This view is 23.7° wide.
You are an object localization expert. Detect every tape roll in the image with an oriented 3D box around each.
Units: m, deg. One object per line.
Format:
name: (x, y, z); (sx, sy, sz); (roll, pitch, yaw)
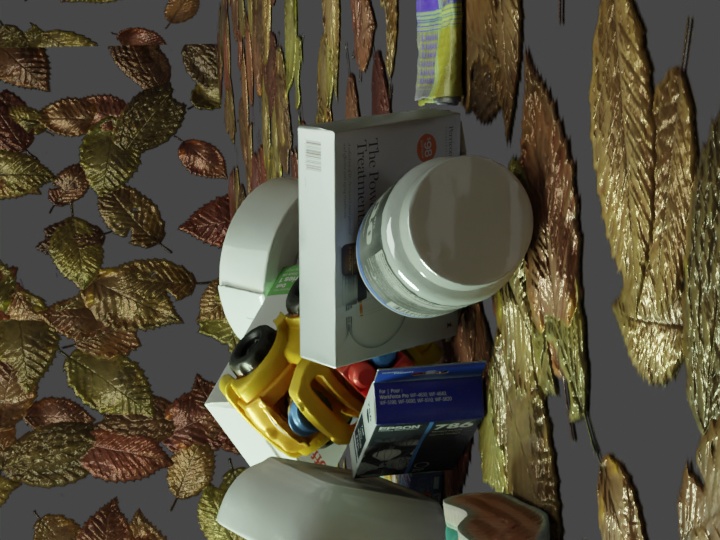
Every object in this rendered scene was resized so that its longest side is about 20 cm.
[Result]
tape roll: (-0.071, -0.002, 1.948); (0.070, 0.202, 0.205); (11, 108, 35)

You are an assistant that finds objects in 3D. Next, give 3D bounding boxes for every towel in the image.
towel: (0.068, -0.246, 1.543); (0.144, 0.023, 0.202); (-136, 44, -78)

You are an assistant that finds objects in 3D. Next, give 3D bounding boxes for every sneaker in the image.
sneaker: (0.105, 0.221, 1.298); (0.200, 0.071, 0.081); (-155, 58, -86)

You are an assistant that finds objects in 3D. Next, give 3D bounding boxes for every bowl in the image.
bowl: (-0.014, 0.229, 1.594); (0.199, 0.198, 0.075); (14, 90, 59)

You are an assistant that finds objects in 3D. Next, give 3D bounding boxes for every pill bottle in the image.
pill bottle: (0.064, -0.026, 1.327); (0.200, 0.112, 0.115); (146, 121, -79)

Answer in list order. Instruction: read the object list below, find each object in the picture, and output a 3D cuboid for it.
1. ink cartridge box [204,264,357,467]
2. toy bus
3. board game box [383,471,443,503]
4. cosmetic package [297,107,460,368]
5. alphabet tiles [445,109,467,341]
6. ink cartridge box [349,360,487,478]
ink cartridge box: (-0.062, 0.115, 1.826); (0.147, 0.084, 0.201); (58, -134, -34)
toy bus: (-0.019, 0.100, 1.631); (0.136, 0.200, 0.192); (45, 180, -23)
board game box: (0.044, 0.201, 1.761); (0.201, 0.034, 0.137); (-107, 17, -56)
cosmetic package: (0.018, -0.031, 1.471); (0.051, 0.150, 0.202); (13, 109, 44)
alphabet tiles: (0.080, -0.040, 1.568); (0.201, 0.006, 0.168); (103, 162, -60)
ink cartridge box: (0.050, 0.134, 1.510); (0.200, 0.098, 0.040); (104, 161, -64)
